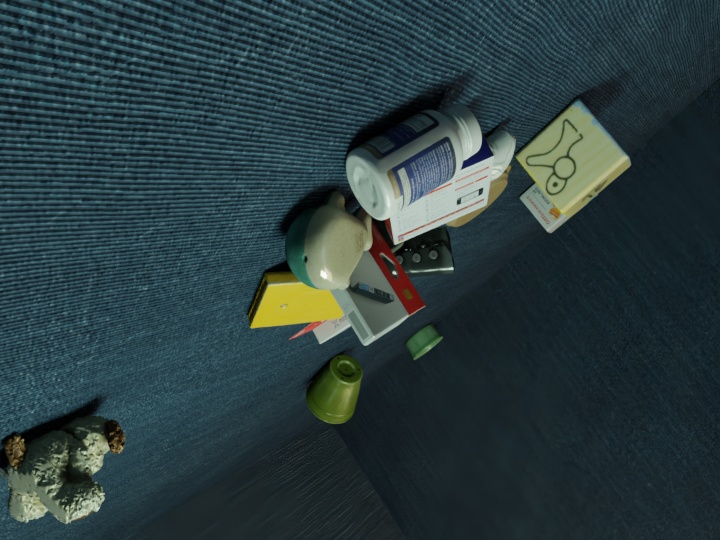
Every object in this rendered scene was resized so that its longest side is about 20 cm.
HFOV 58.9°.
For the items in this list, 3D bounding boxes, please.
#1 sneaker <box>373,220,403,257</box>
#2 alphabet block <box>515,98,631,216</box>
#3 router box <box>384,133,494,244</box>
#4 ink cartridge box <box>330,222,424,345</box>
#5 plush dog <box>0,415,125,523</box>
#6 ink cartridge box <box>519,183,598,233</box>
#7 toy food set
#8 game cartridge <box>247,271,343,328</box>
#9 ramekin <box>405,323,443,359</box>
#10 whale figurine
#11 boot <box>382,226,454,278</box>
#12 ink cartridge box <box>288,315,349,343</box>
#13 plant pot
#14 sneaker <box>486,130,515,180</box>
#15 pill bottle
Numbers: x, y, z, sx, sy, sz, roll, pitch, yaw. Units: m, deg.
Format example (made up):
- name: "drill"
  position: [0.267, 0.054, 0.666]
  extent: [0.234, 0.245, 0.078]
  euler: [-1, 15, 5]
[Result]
- name: "sneaker"
  position: [-0.005, -0.028, 1.277]
  extent: [0.197, 0.077, 0.115]
  euler: [-29, 166, -20]
- name: "alphabet block"
  position: [0.534, -0.276, 1.593]
  extent: [0.199, 0.197, 0.195]
  euler: [-41, 164, 22]
- name: "router box"
  position: [0.134, -0.139, 1.133]
  extent: [0.196, 0.050, 0.180]
  euler: [-23, 158, -3]
- name: "ink cartridge box"
  position: [0.020, 0.006, 1.142]
  extent: [0.174, 0.202, 0.045]
  euler: [-27, 170, -39]
- name: "plush dog"
  position: [-0.490, 0.307, 1.065]
  extent: [0.196, 0.164, 0.172]
  euler: [-12, -165, 29]
- name: "ink cartridge box"
  position: [0.642, -0.242, 2.066]
  extent: [0.199, 0.148, 0.144]
  euler: [-42, 165, 17]
- name: "toy food set"
  position: [0.280, -0.181, 1.556]
  extent: [0.196, 0.049, 0.200]
  euler: [-21, 159, -49]
- name: "game cartridge"
  position: [-0.104, 0.051, 1.217]
  extent: [0.195, 0.033, 0.177]
  euler: [-5, 152, -26]
- name: "ramekin"
  position: [0.334, 0.375, 3.390]
  extent: [0.198, 0.098, 0.201]
  euler: [-35, 166, -10]
- name: "whale figurine"
  position: [-0.049, -0.049, 1.037]
  extent: [0.101, 0.163, 0.199]
  euler: [5, -159, 27]
- name: "boot"
  position: [0.099, 0.009, 1.319]
  extent: [0.195, 0.170, 0.066]
  euler: [-9, 180, 4]
- name: "ink cartridge box"
  position: [-0.041, 0.107, 1.434]
  extent: [0.199, 0.045, 0.175]
  euler: [-36, 172, 37]
- name: "plant pot"
  position: [-0.080, 0.417, 2.333]
  extent: [0.198, 0.200, 0.195]
  euler: [-23, 149, -44]
- name: "sneaker"
  position: [0.230, -0.212, 1.274]
  extent: [0.199, 0.078, 0.099]
  euler: [-39, 163, 3]
- name: "pill bottle"
  position: [0.084, -0.170, 0.957]
  extent: [0.198, 0.112, 0.111]
  euler: [-32, 166, -20]
